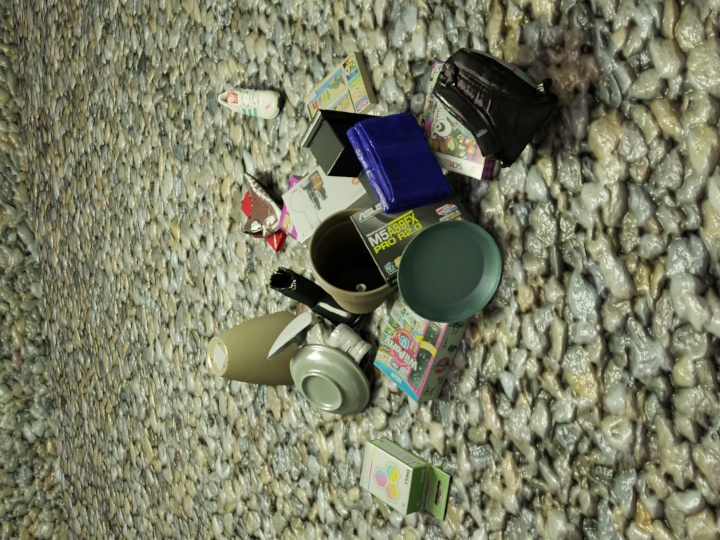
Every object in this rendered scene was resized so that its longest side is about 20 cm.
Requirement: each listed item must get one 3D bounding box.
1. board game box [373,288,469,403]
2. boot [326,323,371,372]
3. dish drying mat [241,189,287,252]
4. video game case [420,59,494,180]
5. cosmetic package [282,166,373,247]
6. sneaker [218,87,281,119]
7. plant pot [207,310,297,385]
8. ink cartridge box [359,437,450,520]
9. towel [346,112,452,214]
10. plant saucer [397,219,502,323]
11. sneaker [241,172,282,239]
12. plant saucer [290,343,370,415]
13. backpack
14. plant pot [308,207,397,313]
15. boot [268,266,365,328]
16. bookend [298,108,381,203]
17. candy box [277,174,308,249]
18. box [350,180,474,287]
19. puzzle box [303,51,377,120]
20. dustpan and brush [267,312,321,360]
[{"bbox_3d":[0.120,0.141,1.605,0.147,0.064,0.201,38,120,41],"label":"board game box"},{"bbox_3d":[-0.036,0.209,1.780,0.095,0.074,0.200,36,140,14],"label":"boot"},{"bbox_3d":[-0.249,-0.133,2.041,0.200,0.018,0.077,47,126,36],"label":"dish drying mat"},{"bbox_3d":[0.192,-0.288,1.518,0.181,0.036,0.201,26,111,44],"label":"video game case"},{"bbox_3d":[-0.063,-0.161,1.729,0.200,0.052,0.151,-37,54,14],"label":"cosmetic package"},{"bbox_3d":[-0.283,-0.423,2.007,0.199,0.093,0.071,18,105,47],"label":"sneaker"},{"bbox_3d":[-0.263,0.198,1.939,0.187,0.199,0.188,3,94,48],"label":"plant pot"},{"bbox_3d":[0.089,0.436,1.657,0.200,0.059,0.104,21,107,46],"label":"ink cartridge box"},{"bbox_3d":[0.075,-0.210,1.518,0.050,0.147,0.201,107,143,-62],"label":"towel"},{"bbox_3d":[0.162,-0.002,1.476,0.036,0.199,0.201,-118,39,-68],"label":"plant saucer"},{"bbox_3d":[-0.267,-0.153,1.989,0.116,0.076,0.200,-46,54,6],"label":"sneaker"},{"bbox_3d":[-0.077,0.255,1.767,0.199,0.050,0.201,15,129,20],"label":"plant saucer"},{"bbox_3d":[0.219,-0.290,1.380,0.200,0.127,0.167,37,97,6],"label":"backpack"},{"bbox_3d":[0.000,0.000,1.636,0.200,0.199,0.174,60,169,27],"label":"plant pot"},{"bbox_3d":[-0.100,0.056,1.769,0.198,0.162,0.074,15,75,49],"label":"boot"},{"bbox_3d":[0.013,-0.219,1.603,0.092,0.199,0.199,-54,53,36],"label":"bookend"},{"bbox_3d":[-0.099,-0.121,1.839,0.200,0.061,0.137,37,117,42],"label":"candy box"},{"bbox_3d":[0.104,-0.083,1.534,0.199,0.044,0.161,-28,64,0],"label":"box"},{"bbox_3d":[-0.048,-0.380,1.795,0.200,0.025,0.134,-33,69,44],"label":"puzzle box"},{"bbox_3d":[-0.130,0.133,1.807,0.139,0.200,0.057,-39,104,19],"label":"dustpan and brush"}]
